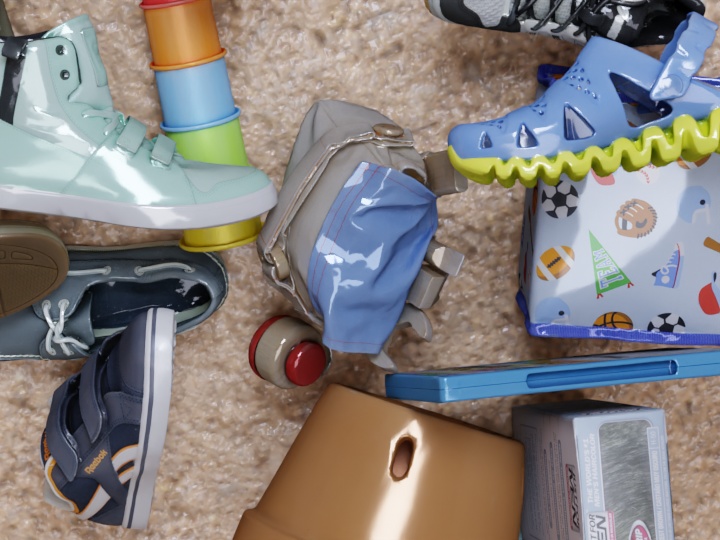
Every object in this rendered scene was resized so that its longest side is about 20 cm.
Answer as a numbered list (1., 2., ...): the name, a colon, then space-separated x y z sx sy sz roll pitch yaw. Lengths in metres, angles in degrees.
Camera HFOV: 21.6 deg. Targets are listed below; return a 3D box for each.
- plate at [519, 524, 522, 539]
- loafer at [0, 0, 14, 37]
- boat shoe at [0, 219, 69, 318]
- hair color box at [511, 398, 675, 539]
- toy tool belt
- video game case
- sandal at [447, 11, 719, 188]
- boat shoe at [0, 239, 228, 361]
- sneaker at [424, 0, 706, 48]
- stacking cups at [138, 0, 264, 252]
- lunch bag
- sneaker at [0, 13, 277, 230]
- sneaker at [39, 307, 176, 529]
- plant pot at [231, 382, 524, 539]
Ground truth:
1. plate: 0.118 0.228 1.357 0.199 0.026 0.201 -2 107 -7
2. loafer: -0.246 -0.131 1.180 0.069 0.075 0.201 -5 109 -41
3. boat shoe: -0.284 -0.003 1.205 0.199 0.065 0.072 -13 129 3
4. hair color box: 0.148 0.138 1.229 0.060 0.200 0.099 -4 89 -6
5. toy tool belt: 0.000 0.000 1.199 0.125 0.123 0.201 2 111 -45
6. video game case: 0.128 0.065 1.188 0.199 0.143 0.018 -4 89 -13
7. sandal: 0.146 -0.099 1.127 0.199 0.079 0.087 -12 91 -7
8. boat shoe: -0.184 0.023 1.232 0.199 0.062 0.073 -10 109 -4
9. sneaker: 0.132 -0.172 1.154 0.199 0.088 0.076 -8 129 -37
10. stacking cups: -0.103 -0.116 1.207 0.060 0.061 0.201 -10 104 -4
11. lunch bag: 0.208 -0.042 1.233 0.199 0.124 0.171 3 105 -1
12. sneaker: -0.143 -0.091 1.139 0.200 0.074 0.119 6 101 -9
13. sneaker: -0.165 0.099 1.219 0.079 0.079 0.200 8 135 -9
14. plant pot: 0.024 0.160 1.246 0.199 0.200 0.141 18 87 -13
